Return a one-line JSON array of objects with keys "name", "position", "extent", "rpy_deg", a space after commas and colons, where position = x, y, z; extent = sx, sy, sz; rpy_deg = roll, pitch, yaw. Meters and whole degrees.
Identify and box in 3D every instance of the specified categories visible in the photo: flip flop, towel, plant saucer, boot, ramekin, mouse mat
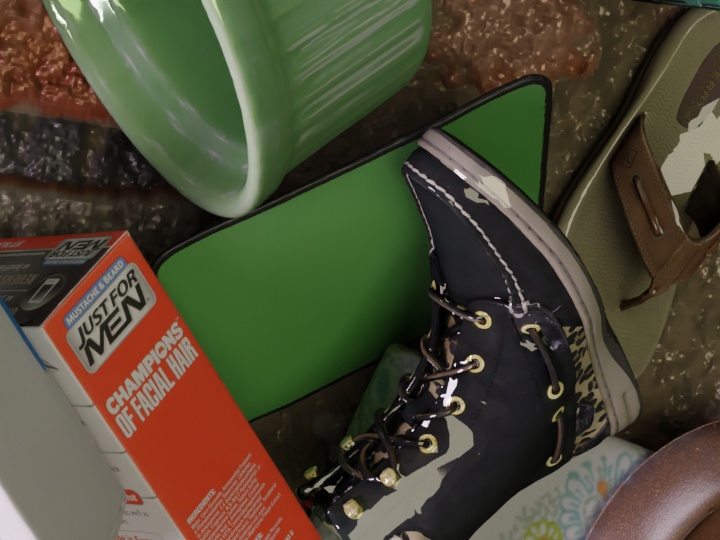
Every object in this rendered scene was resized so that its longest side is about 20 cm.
[{"name": "flip flop", "position": [0.153, -0.039, 0.906], "extent": [0.081, 0.058, 0.201], "rpy_deg": [27, 90, -26]}, {"name": "towel", "position": [0.063, 0.148, 0.924], "extent": [0.199, 0.048, 0.172], "rpy_deg": [23, 90, -24]}, {"name": "plant saucer", "position": [0.194, 0.175, 0.943], "extent": [0.198, 0.032, 0.202], "rpy_deg": [-6, 105, -24]}, {"name": "boot", "position": [0.033, 0.050, 0.807], "extent": [0.154, 0.073, 0.204], "rpy_deg": [-41, 134, -7]}, {"name": "ramekin", "position": [-0.059, -0.132, 0.735], "extent": [0.097, 0.200, 0.201], "rpy_deg": [-31, 111, -19]}, {"name": "mouse mat", "position": [0.000, 0.000, 0.832], "extent": [0.199, 0.008, 0.162], "rpy_deg": [-25, 147, -15]}]

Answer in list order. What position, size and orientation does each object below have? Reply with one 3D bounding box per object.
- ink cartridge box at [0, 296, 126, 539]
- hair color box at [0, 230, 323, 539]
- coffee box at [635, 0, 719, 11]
[{"name": "ink cartridge box", "position": [-0.213, 0.087, 0.697], "extent": [0.199, 0.086, 0.147], "rpy_deg": [-24, 110, 16]}, {"name": "hair color box", "position": [-0.101, 0.081, 0.794], "extent": [0.064, 0.110, 0.201], "rpy_deg": [-51, 124, -35]}, {"name": "coffee box", "position": [0.170, -0.219, 0.838], "extent": [0.044, 0.123, 0.202], "rpy_deg": [6, 99, -20]}]
